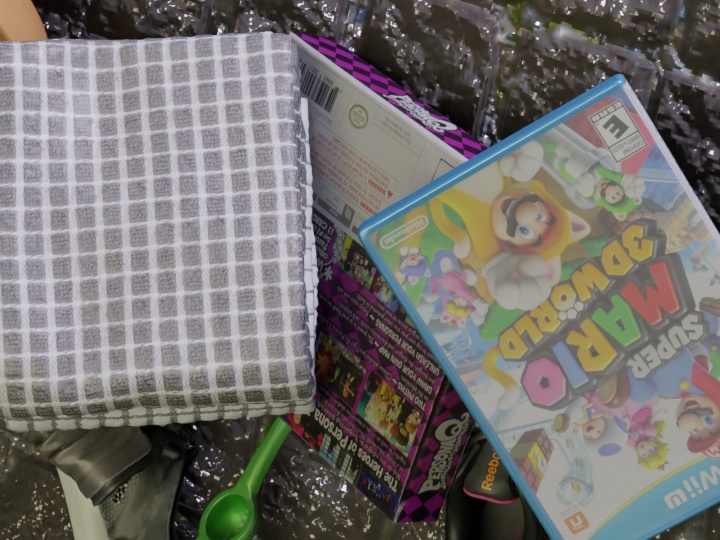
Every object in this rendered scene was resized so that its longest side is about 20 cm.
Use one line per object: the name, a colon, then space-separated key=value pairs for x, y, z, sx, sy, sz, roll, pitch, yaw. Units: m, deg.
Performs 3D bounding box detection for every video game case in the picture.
video game case: x=0.000 y=0.000 z=1.181 sx=0.200 sy=0.036 sz=0.181 roll=38 pitch=116 yaw=43
video game case: x=0.110 y=0.029 z=1.081 sx=0.143 sy=0.018 sz=0.200 roll=-30 pitch=102 yaw=13

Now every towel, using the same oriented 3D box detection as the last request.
towel: x=-0.106 y=-0.025 z=1.152 sx=0.165 sy=0.086 sz=0.200 roll=-5 pitch=76 yaw=2

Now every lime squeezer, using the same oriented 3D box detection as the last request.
lime squeezer: x=-0.059 y=0.153 z=1.261 sx=0.038 sy=0.071 sz=0.200 roll=-146 pitch=61 yaw=-62

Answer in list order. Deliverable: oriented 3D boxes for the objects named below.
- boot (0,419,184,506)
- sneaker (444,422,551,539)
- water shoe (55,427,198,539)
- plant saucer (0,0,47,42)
boot: x=-0.140 y=0.024 z=1.251 sx=0.132 sy=0.200 sz=0.070 roll=34 pitch=148 yaw=-9
sneaker: x=0.084 y=0.086 z=1.168 sx=0.080 sy=0.086 sz=0.200 roll=9 pitch=103 yaw=24
water shoe: x=-0.131 y=0.096 z=1.303 sx=0.079 sy=0.072 sz=0.200 roll=-14 pitch=93 yaw=2
plant saucer: x=-0.243 y=-0.150 z=1.263 sx=0.200 sy=0.037 sz=0.200 roll=31 pitch=157 yaw=15
